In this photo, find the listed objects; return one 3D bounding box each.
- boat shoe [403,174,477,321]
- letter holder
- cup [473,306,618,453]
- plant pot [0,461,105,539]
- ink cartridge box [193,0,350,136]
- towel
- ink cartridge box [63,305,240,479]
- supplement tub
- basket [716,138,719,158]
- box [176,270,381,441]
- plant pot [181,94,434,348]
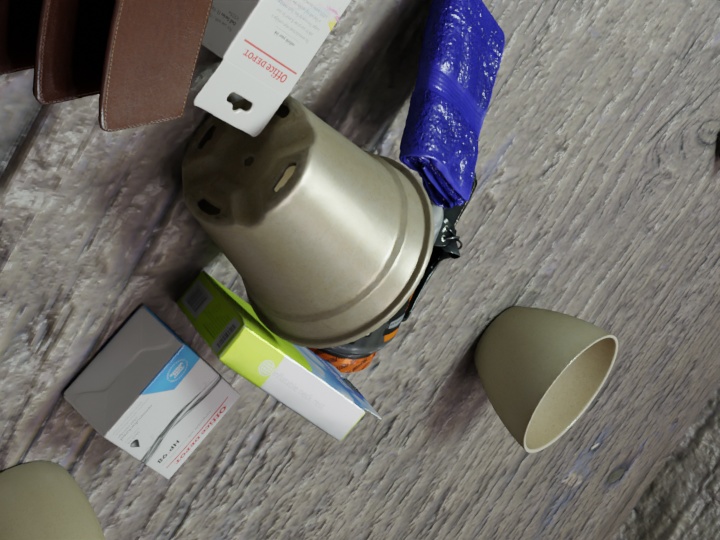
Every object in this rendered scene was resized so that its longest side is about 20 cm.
[{"bbox_3d":[0.083,-0.027,1.720,0.200,0.066,0.074,-52,154,-1],"label":"boat shoe"},{"bbox_3d":[-0.182,-0.203,1.029,0.142,0.100,0.201,-20,140,-45],"label":"letter holder"},{"bbox_3d":[0.244,0.131,2.097,0.200,0.143,0.201,-38,152,-25],"label":"cup"},{"bbox_3d":[-0.313,0.302,1.420,0.200,0.134,0.201,-37,150,-26],"label":"plant pot"},{"bbox_3d":[-0.075,-0.219,1.217,0.201,0.067,0.117,-55,154,5],"label":"ink cartridge box"},{"bbox_3d":[0.094,-0.175,1.471,0.148,0.049,0.202,43,56,-65],"label":"towel"},{"bbox_3d":[-0.193,0.128,1.468,0.116,0.067,0.200,-49,154,-7],"label":"ink cartridge box"},{"bbox_3d":[0.000,0.000,1.557,0.122,0.122,0.201,-20,140,-47],"label":"supplement tub"},{"bbox_3d":[0.669,-0.227,2.351,0.200,0.136,0.181,-41,157,-14],"label":"basket"},{"bbox_3d":[-0.079,0.089,1.457,0.048,0.122,0.200,-49,126,2],"label":"box"},{"bbox_3d":[-0.060,-0.059,1.337,0.201,0.200,0.183,-50,142,-3],"label":"plant pot"}]
